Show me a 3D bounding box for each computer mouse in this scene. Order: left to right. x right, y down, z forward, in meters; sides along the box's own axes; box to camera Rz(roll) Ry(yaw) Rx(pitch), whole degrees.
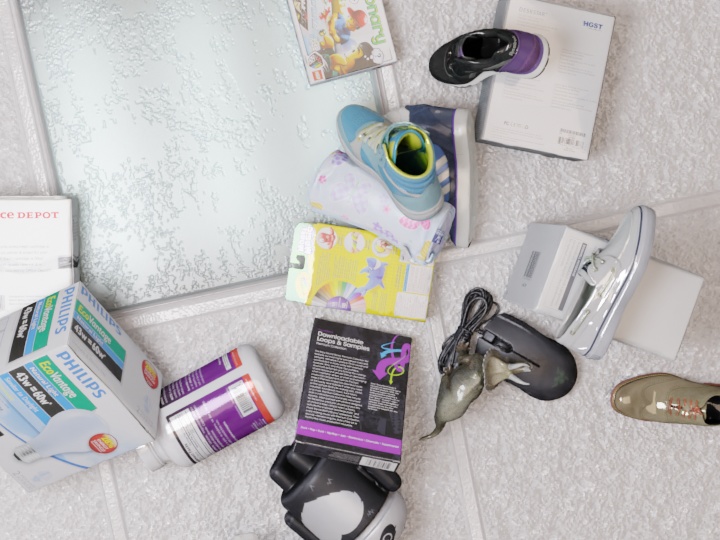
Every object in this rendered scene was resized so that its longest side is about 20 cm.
[{"bbox_3d":[0.219,0.123,1.642,0.199,0.053,0.139,25,91,-6],"label":"computer mouse"}]

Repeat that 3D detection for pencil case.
[{"bbox_3d":[0.028,-0.085,1.569,0.199,0.083,0.091,28,105,14],"label":"pencil case"}]

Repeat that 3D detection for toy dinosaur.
[{"bbox_3d":[0.136,0.159,1.581,0.200,0.102,0.077,-39,98,14],"label":"toy dinosaur"}]

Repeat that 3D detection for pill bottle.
[{"bbox_3d":[-0.210,0.191,1.579,0.199,0.112,0.113,-28,96,-2],"label":"pill bottle"}]

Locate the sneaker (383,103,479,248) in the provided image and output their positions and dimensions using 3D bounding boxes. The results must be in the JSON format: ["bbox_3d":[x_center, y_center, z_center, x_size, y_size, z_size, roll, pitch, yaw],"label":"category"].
[{"bbox_3d":[0.085,-0.131,1.612,0.145,0.081,0.201,2,112,16],"label":"sneaker"}]

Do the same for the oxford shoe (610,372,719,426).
[{"bbox_3d":[0.458,0.186,1.656,0.198,0.075,0.071,1,95,-5],"label":"oxford shoe"}]

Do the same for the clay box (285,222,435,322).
[{"bbox_3d":[0.000,0.000,1.617,0.198,0.048,0.116,9,93,-4],"label":"clay box"}]

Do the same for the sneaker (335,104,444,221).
[{"bbox_3d":[0.036,-0.168,1.486,0.079,0.131,0.200,-37,66,-12],"label":"sneaker"}]

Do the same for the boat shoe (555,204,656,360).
[{"bbox_3d":[0.300,0.010,1.429,0.066,0.074,0.201,19,93,-8],"label":"boat shoe"}]

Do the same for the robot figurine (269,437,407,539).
[{"bbox_3d":[-0.029,0.310,1.595,0.200,0.150,0.125,42,66,-6],"label":"robot figurine"}]

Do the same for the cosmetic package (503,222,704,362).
[{"bbox_3d":[0.322,0.024,1.570,0.199,0.199,0.124,21,92,-6],"label":"cosmetic package"}]

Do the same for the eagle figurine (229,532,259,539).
[{"bbox_3d":[-0.107,0.444,1.588,0.199,0.151,0.153,26,106,22],"label":"eagle figurine"}]

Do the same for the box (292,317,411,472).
[{"bbox_3d":[-0.008,0.165,1.576,0.142,0.036,0.201,13,53,-6],"label":"box"}]

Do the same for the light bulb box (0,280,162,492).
[{"bbox_3d":[-0.391,0.152,1.493,0.199,0.125,0.199,-24,127,14],"label":"light bulb box"}]

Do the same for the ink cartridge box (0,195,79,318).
[{"bbox_3d":[-0.451,0.000,1.559,0.146,0.083,0.202,0,95,-6],"label":"ink cartridge box"}]

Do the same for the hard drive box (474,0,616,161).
[{"bbox_3d":[0.251,-0.263,1.606,0.155,0.077,0.201,11,93,-6],"label":"hard drive box"}]

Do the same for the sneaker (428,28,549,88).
[{"bbox_3d":[0.148,-0.291,1.536,0.087,0.199,0.076,8,86,-40],"label":"sneaker"}]

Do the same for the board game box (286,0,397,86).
[{"bbox_3d":[-0.035,-0.366,1.595,0.125,0.035,0.201,-16,95,-4],"label":"board game box"}]
